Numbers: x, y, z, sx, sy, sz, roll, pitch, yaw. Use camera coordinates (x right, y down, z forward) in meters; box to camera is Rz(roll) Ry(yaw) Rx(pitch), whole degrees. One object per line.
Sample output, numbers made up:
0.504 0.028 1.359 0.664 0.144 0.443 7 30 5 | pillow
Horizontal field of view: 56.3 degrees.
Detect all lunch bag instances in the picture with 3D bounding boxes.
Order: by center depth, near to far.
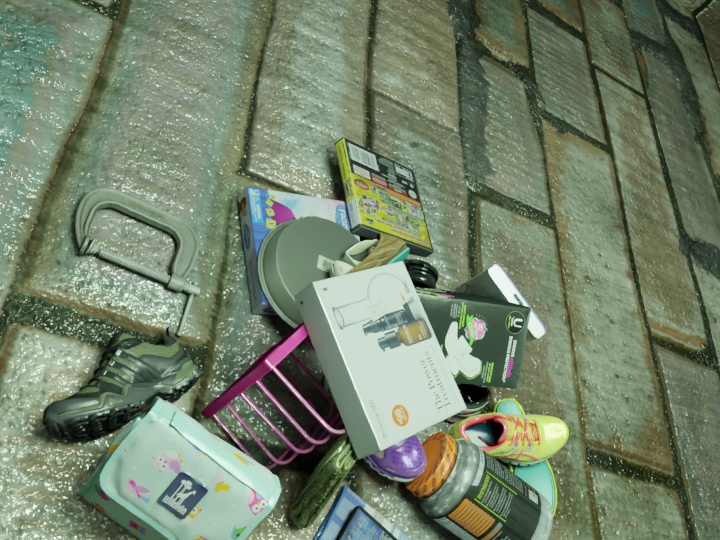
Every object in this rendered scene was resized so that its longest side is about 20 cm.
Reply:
-0.194 0.229 0.730 0.170 0.200 0.122 40 47 -9 | lunch bag

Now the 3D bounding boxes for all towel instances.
-0.022 0.235 0.851 0.036 0.201 0.148 35 46 10 | towel
0.022 0.404 0.897 0.200 0.024 0.147 42 47 -6 | towel

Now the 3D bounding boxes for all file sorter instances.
-0.080 0.154 0.856 0.126 0.200 0.139 48 47 -2 | file sorter

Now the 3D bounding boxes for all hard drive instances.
0.235 0.063 1.145 0.025 0.200 0.132 -35 86 -9 | hard drive

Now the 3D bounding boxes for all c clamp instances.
-0.302 -0.026 0.924 0.199 0.027 0.172 30 50 -18 | c clamp

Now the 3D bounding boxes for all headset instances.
0.101 0.048 1.152 0.198 0.094 0.125 1 66 -17 | headset

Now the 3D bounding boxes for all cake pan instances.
-0.057 0.003 1.017 0.199 0.037 0.202 17 56 -27 | cake pan

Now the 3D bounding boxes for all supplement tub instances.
0.169 0.330 0.978 0.199 0.122 0.123 38 48 -10 | supplement tub

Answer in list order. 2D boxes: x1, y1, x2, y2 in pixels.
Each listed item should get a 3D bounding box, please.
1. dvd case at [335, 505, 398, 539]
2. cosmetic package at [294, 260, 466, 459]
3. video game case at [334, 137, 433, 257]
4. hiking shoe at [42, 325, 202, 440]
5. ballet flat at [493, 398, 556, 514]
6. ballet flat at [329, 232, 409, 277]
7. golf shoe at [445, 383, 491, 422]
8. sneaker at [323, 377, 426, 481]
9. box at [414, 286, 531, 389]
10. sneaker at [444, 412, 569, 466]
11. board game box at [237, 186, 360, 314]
0.035 0.424 0.865 0.200 0.018 0.143 43 46 -4 | dvd case
0.025 0.099 0.800 0.150 0.052 0.202 -14 76 -39 | cosmetic package
0.044 -0.128 1.203 0.199 0.025 0.182 16 54 -45 | video game case
-0.295 0.131 0.814 0.199 0.076 0.101 -16 65 -50 | hiking shoe
0.267 0.309 1.100 0.066 0.067 0.202 -15 65 -1 | ballet flat
0.000 0.000 0.998 0.072 0.068 0.200 33 47 12 | ballet flat
0.109 0.180 1.048 0.198 0.092 0.073 16 56 -24 | golf shoe
0.022 0.203 0.947 0.080 0.089 0.201 -29 70 -26 | sneaker
0.130 0.094 1.021 0.198 0.148 0.126 9 93 -17 | box
0.231 0.256 1.038 0.198 0.091 0.079 -5 62 -5 | sneaker
-0.086 -0.026 1.067 0.198 0.041 0.202 4 62 -34 | board game box
